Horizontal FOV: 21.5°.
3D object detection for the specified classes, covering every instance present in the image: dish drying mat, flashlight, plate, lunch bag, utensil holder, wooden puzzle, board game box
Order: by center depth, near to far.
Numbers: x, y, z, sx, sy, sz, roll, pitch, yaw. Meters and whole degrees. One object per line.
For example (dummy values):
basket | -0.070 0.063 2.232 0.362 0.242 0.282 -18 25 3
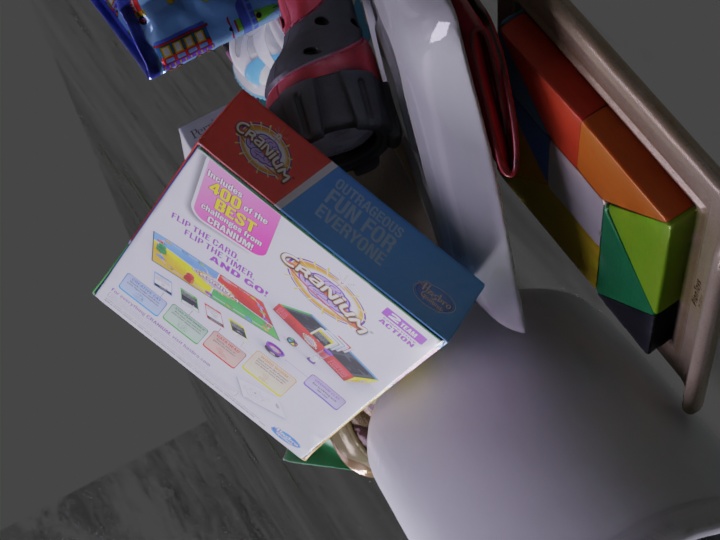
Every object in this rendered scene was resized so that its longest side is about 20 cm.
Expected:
wooden puzzle | 0.111 -0.043 0.905 0.201 0.037 0.185 58 169 26
dish drying mat | 0.050 -0.119 0.940 0.200 0.018 0.077 -108 3 -63
plate | 0.031 -0.095 0.947 0.200 0.032 0.201 -108 1 -49
flashlight | -0.036 -0.145 0.969 0.068 0.068 0.201 82 171 -70
board game box | -0.044 0.010 0.973 0.153 0.040 0.200 39 149 -5
utensil holder | 0.114 0.129 0.974 0.200 0.169 0.171 55 167 47
lunch bag | -0.113 -0.221 1.235 0.200 0.150 0.094 44 158 59

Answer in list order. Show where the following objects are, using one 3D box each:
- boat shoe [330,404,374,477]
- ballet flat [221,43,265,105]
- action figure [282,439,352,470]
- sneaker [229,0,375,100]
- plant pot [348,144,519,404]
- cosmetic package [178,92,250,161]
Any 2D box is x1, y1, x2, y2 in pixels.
boat shoe | -0.005 0.031 1.241 0.072 0.072 0.201 -38 63 38
ballet flat | -0.048 -0.134 1.400 0.071 0.069 0.200 48 -174 -41
action figure | 0.039 0.113 1.343 0.055 0.199 0.119 -33 40 58
sneaker | -0.035 -0.155 1.265 0.200 0.076 0.081 29 137 61
plant pot | 0.000 0.000 1.109 0.201 0.134 0.200 56 -169 -17
cosmetic package | -0.047 -0.042 1.467 0.201 0.112 0.081 56 168 22
